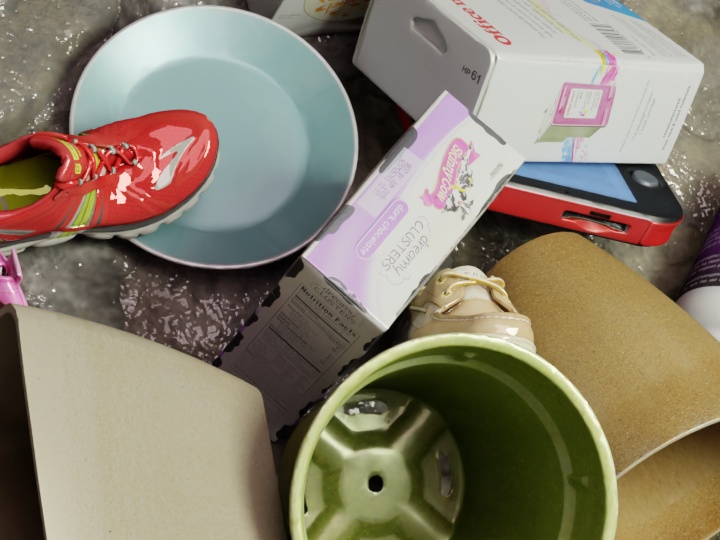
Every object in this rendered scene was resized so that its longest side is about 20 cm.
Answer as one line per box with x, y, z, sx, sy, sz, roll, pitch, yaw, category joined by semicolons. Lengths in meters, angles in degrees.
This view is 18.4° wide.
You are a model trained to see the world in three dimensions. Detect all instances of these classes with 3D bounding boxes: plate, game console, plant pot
-0.101;-0.089;1.521;0.199;0.026;0.201;4;67;-10;plate
0.123;-0.088;1.580;0.199;0.031;0.177;13;31;-18;game console
0.032;0.139;1.373;0.199;0.184;0.201;1;88;-16;plant pot
0.162;0.079;1.497;0.186;0.187;0.200;-13;54;-28;plant pot
-0.154;0.149;1.313;0.176;0.200;0.201;3;65;-34;plant pot

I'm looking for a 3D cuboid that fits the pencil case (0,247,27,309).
-0.300;0.040;1.348;0.199;0.094;0.091;-19;75;-28;pencil case

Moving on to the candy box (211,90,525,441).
0.000;0.000;1.433;0.071;0.200;0.168;41;57;0;candy box

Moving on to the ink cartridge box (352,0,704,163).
0.116;-0.145;1.564;0.199;0.085;0.145;0;31;-38;ink cartridge box

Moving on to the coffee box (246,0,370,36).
0.023;-0.234;1.606;0.199;0.114;0.080;-7;68;-27;coffee box

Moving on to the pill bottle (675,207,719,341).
0.292;0.016;1.604;0.112;0.112;0.200;34;58;-5;pill bottle

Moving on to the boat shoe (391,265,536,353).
0.064;0.031;1.442;0.073;0.200;0.070;9;84;-15;boat shoe

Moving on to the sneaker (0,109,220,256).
-0.180;-0.060;1.433;0.199;0.085;0.077;-19;74;-16;sneaker
